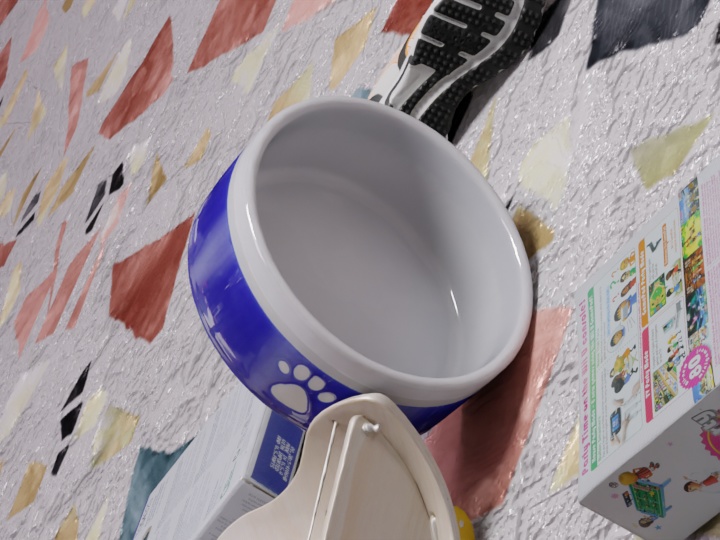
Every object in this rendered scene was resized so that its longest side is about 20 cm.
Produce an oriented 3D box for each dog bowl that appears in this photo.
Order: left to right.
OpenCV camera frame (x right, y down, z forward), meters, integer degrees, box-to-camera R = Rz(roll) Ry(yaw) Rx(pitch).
[{"bbox_3d":[0.000,0.000,1.377,0.079,0.199,0.201,-44,28,43],"label":"dog bowl"}]

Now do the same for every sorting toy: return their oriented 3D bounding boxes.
[{"bbox_3d":[-0.038,0.195,1.318,0.179,0.107,0.201,-19,47,43],"label":"sorting toy"}]

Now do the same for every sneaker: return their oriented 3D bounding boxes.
[{"bbox_3d":[0.056,-0.151,1.599,0.200,0.073,0.080,-51,22,28],"label":"sneaker"}]

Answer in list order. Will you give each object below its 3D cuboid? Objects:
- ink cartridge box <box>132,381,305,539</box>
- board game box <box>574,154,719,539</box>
[{"bbox_3d":[-0.101,0.158,1.600,0.200,0.043,0.197,-53,12,30],"label":"ink cartridge box"},{"bbox_3d":[0.187,0.018,1.117,0.200,0.064,0.148,-44,27,37],"label":"board game box"}]
